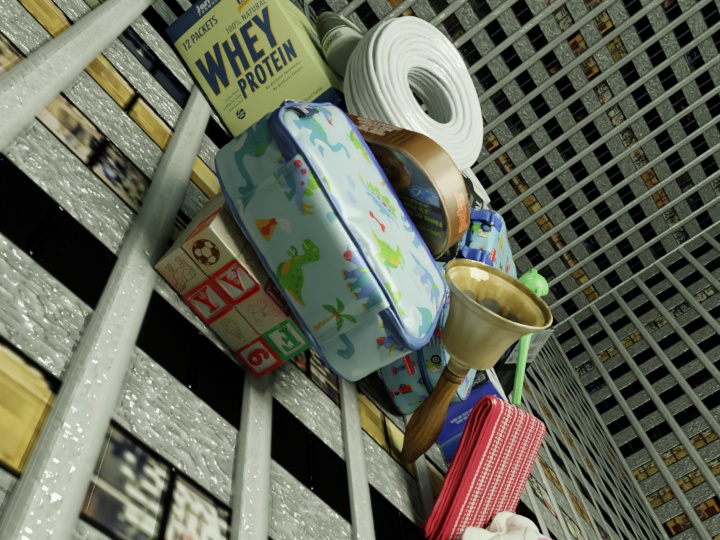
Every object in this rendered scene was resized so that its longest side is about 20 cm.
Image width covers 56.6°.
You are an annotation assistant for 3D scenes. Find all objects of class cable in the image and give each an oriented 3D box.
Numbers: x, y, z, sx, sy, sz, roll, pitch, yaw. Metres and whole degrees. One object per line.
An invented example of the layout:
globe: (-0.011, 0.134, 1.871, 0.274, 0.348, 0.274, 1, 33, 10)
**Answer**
cable: (0.069, -0.198, 0.796, 0.200, 0.069, 0.201, 49, 46, -16)

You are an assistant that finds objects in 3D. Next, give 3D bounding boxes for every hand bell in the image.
hand bell: (0.086, 0.102, 0.624, 0.103, 0.202, 0.104, 19, 24, -9)

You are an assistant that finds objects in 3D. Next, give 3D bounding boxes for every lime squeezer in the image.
lime squeezer: (0.185, 0.049, 0.755, 0.037, 0.071, 0.201, 19, 48, 2)

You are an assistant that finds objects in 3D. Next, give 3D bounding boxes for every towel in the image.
towel: (0.132, 0.207, 0.675, 0.022, 0.146, 0.200, 20, -7, 34)

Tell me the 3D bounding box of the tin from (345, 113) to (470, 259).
tin: (0.019, -0.079, 0.612, 0.199, 0.042, 0.113, 28, -41, 44)

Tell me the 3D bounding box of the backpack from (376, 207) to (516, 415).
backpack: (0.090, 0.052, 0.729, 0.184, 0.133, 0.202, 67, 32, -42)

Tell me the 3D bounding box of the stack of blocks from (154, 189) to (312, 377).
stack of blocks: (-0.074, -0.024, 0.559, 0.116, 0.058, 0.201, 51, 26, -18)

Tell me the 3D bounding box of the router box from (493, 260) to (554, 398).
router box: (0.164, 0.088, 0.909, 0.051, 0.202, 0.158, 2, 43, -23)

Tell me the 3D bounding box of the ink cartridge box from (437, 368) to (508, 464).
ink cartridge box: (0.111, 0.127, 0.823, 0.039, 0.099, 0.201, 45, 17, -35)

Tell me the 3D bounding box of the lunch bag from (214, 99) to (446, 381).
lunch bag: (-0.014, -0.032, 0.517, 0.202, 0.082, 0.161, 59, 20, -3)

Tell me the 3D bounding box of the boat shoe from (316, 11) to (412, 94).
boat shoe: (0.008, -0.274, 0.894, 0.200, 0.070, 0.064, 31, 29, -59)

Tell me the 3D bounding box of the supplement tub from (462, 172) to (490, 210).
supplement tub: (0.089, -0.098, 0.914, 0.199, 0.122, 0.123, 34, 24, -32)

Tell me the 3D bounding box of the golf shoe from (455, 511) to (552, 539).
golf shoe: (0.153, 0.274, 0.626, 0.199, 0.090, 0.077, 21, 69, -61)

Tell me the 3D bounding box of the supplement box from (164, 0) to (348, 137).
supplement box: (-0.107, -0.249, 0.869, 0.201, 0.133, 0.200, 56, 13, 2)

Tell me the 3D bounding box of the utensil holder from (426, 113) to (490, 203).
utensil holder: (0.081, -0.121, 1.075, 0.170, 0.199, 0.170, 49, 15, -18)
